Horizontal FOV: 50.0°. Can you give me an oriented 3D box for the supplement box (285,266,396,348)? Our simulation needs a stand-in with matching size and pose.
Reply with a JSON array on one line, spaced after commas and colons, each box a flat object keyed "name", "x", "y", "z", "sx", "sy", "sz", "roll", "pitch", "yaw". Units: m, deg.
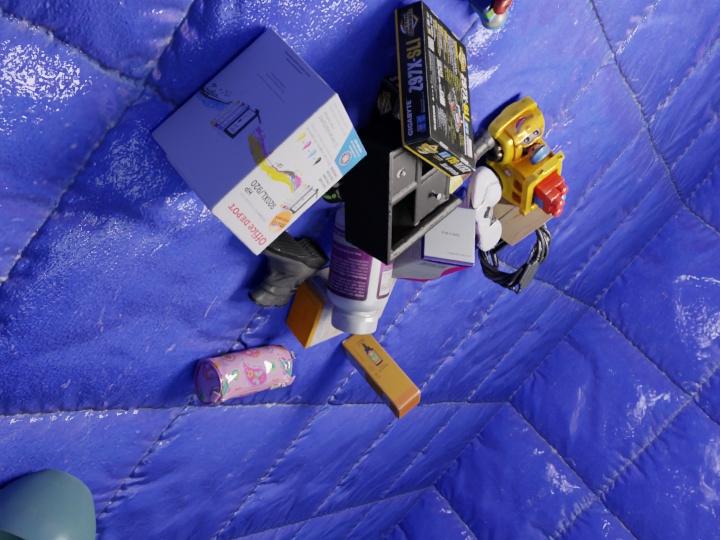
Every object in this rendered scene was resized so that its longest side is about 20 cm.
[{"name": "supplement box", "x": -0.035, "y": 0.052, "z": 1.464, "sx": 0.197, "sy": 0.074, "sz": 0.127, "roll": -19, "pitch": 145, "yaw": -38}]

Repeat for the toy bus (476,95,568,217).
[{"name": "toy bus", "x": 0.332, "y": -0.202, "z": 1.498, "sx": 0.135, "sy": 0.192, "sz": 0.201, "roll": -34, "pitch": 151, "yaw": -14}]

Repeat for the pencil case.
[{"name": "pencil case", "x": -0.207, "y": 0.188, "z": 1.402, "sx": 0.198, "sy": 0.088, "sz": 0.088, "roll": -4, "pitch": 134, "yaw": -52}]

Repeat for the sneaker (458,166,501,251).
[{"name": "sneaker", "x": 0.217, "y": -0.137, "z": 1.524, "sx": 0.075, "sy": 0.115, "sz": 0.202, "roll": -35, "pitch": 140, "yaw": -16}]

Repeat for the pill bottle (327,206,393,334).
[{"name": "pill bottle", "x": 0.000, "y": 0.000, "z": 1.323, "sx": 0.111, "sy": 0.111, "sz": 0.205, "roll": -9, "pitch": 112, "yaw": -49}]

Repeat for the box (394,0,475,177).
[{"name": "box", "x": 0.108, "y": -0.254, "z": 1.102, "sx": 0.048, "sy": 0.205, "sz": 0.159, "roll": -9, "pitch": 166, "yaw": 28}]

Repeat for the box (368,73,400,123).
[{"name": "box", "x": 0.078, "y": -0.229, "z": 1.254, "sx": 0.157, "sy": 0.046, "sz": 0.202, "roll": -23, "pitch": 146, "yaw": -36}]

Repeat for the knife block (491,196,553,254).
[{"name": "knife block", "x": 0.337, "y": -0.099, "z": 1.660, "sx": 0.065, "sy": 0.196, "sz": 0.177, "roll": -57, "pitch": 143, "yaw": -32}]

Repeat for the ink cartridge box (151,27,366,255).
[{"name": "ink cartridge box", "x": -0.122, "y": -0.155, "z": 0.961, "sx": 0.199, "sy": 0.145, "sz": 0.147, "roll": -42, "pitch": 155, "yaw": -2}]

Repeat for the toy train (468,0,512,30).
[{"name": "toy train", "x": 0.239, "y": -0.452, "z": 1.135, "sx": 0.200, "sy": 0.085, "sz": 0.116, "roll": -48, "pitch": 164, "yaw": 6}]

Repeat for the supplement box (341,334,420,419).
[{"name": "supplement box", "x": 0.044, "y": 0.220, "z": 1.678, "sx": 0.066, "sy": 0.201, "sz": 0.069, "roll": -35, "pitch": 156, "yaw": -15}]

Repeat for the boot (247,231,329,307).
[{"name": "boot", "x": -0.141, "y": 0.004, "z": 1.257, "sx": 0.132, "sy": 0.070, "sz": 0.199, "roll": -45, "pitch": 150, "yaw": 14}]

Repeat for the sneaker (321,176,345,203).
[{"name": "sneaker", "x": -0.042, "y": -0.145, "z": 1.153, "sx": 0.199, "sy": 0.069, "sz": 0.085, "roll": 14, "pitch": 83, "yaw": -62}]

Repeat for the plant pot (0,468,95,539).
[{"name": "plant pot", "x": -0.493, "y": 0.393, "z": 1.203, "sx": 0.202, "sy": 0.196, "sz": 0.136, "roll": 106, "pitch": 5, "yaw": -46}]

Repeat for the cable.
[{"name": "cable", "x": 0.351, "y": -0.059, "z": 1.762, "sx": 0.050, "sy": 0.163, "sz": 0.203, "roll": -6, "pitch": 128, "yaw": -42}]

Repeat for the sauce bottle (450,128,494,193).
[{"name": "sauce bottle", "x": 0.165, "y": -0.180, "z": 1.428, "sx": 0.199, "sy": 0.066, "sz": 0.066, "roll": -41, "pitch": 154, "yaw": -5}]

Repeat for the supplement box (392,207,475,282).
[{"name": "supplement box", "x": 0.116, "y": -0.046, "z": 1.378, "sx": 0.099, "sy": 0.106, "sz": 0.199, "roll": 8, "pitch": 168, "yaw": -20}]

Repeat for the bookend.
[{"name": "bookend", "x": 0.070, "y": -0.152, "z": 1.173, "sx": 0.199, "sy": 0.091, "sz": 0.202, "roll": -38, "pitch": 143, "yaw": -35}]
